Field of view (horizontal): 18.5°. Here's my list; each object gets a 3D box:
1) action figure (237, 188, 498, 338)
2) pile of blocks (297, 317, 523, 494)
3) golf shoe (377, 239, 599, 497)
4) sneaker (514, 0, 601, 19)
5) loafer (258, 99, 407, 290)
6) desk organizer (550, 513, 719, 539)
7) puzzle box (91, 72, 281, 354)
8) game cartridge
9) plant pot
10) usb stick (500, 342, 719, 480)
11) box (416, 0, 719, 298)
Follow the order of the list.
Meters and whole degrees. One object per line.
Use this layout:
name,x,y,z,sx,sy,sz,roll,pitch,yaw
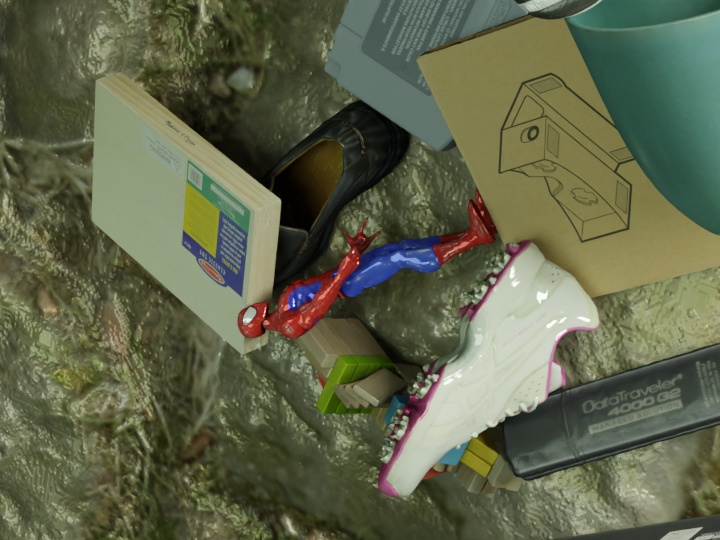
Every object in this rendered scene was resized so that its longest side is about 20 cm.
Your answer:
action figure,0.000,0.000,1.562,0.199,0.065,0.052,-28,101,15
pile of blocks,0.026,0.111,1.594,0.200,0.082,0.062,35,117,20
golf shoe,0.086,0.080,1.506,0.091,0.075,0.200,32,99,-7
sneaker,0.180,-0.222,1.331,0.199,0.116,0.076,-19,108,12
loafer,-0.052,-0.048,1.609,0.073,0.072,0.200,48,122,12
desk organizer,0.190,0.224,1.526,0.199,0.072,0.077,-14,96,34
puzzle box,-0.133,-0.043,1.640,0.200,0.025,0.133,39,137,35
game cartridge,0.064,-0.191,1.524,0.133,0.040,0.201,38,119,23
plant pot,0.241,-0.117,1.340,0.200,0.201,0.161,-8,115,33
usb stick,0.186,0.094,1.503,0.199,0.033,0.056,-19,68,27
box,0.146,-0.078,1.481,0.163,0.021,0.201,-16,107,35
